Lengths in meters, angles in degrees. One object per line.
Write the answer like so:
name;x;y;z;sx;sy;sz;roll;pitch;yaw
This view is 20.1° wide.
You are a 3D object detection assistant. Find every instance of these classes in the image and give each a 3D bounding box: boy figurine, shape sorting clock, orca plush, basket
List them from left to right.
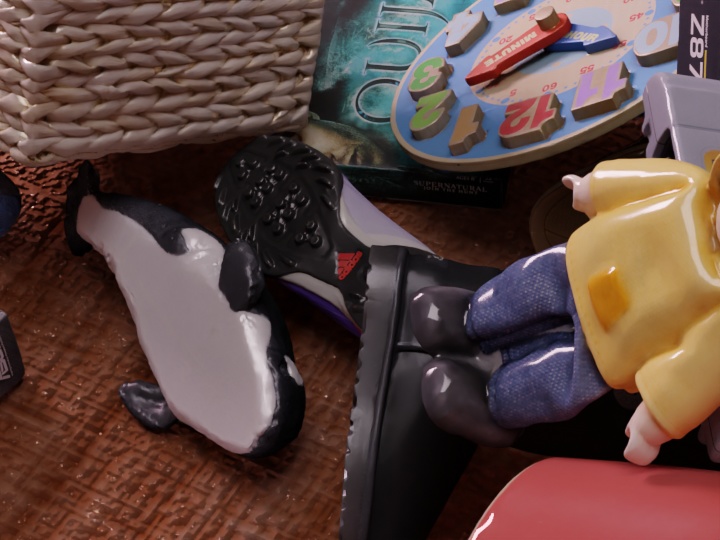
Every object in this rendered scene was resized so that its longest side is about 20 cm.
basket;-0.142;-0.162;1.058;0.199;0.162;0.198;-11;27;-41
orca plush;-0.080;0.025;1.025;0.199;0.071;0.106;29;100;41
shape sorting clock;0.104;-0.119;1.055;0.199;0.039;0.201;-23;34;17
boy figurine;0.110;0.011;0.789;0.064;0.199;0.125;15;60;-40

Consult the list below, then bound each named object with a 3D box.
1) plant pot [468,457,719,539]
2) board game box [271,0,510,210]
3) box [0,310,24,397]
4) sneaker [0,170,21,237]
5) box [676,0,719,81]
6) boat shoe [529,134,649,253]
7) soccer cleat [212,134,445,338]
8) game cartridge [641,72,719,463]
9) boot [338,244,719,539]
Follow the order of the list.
plant pot;0.134;0.163;0.784;0.176;0.201;0.201;14;49;31
board game box;0.028;-0.119;1.152;0.134;0.028;0.201;5;48;9
box;-0.294;0.044;1.020;0.199;0.049;0.158;27;56;28
sneaker;-0.255;-0.079;1.115;0.199;0.077;0.085;25;50;25
box;0.248;-0.093;0.986;0.198;0.163;0.049;-2;9;-20
boat shoe;0.180;-0.050;1.058;0.199;0.073;0.072;-22;17;0
soccer cleat;0.000;0.000;1.021;0.068;0.073;0.200;-50;52;-5
game cartridge;0.195;0.001;0.863;0.132;0.042;0.201;4;50;-10
boot;0.094;0.079;0.902;0.198;0.066;0.166;6;92;3
